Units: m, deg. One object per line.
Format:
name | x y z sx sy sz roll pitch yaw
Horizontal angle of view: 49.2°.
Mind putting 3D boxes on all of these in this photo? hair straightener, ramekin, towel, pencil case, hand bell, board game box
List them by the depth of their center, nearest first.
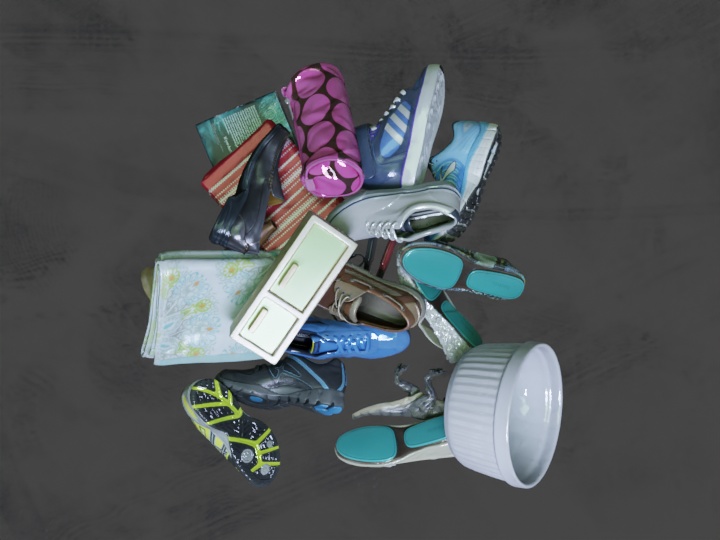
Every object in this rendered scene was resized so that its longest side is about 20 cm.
ramekin | 0.199 0.194 1.102 0.105 0.200 0.200 4 91 35
pencil case | -0.055 -0.196 1.111 0.094 0.091 0.200 -8 55 -6
towel | -0.204 0.053 1.119 0.200 0.048 0.171 -2 122 -29
hand bell | -0.207 -0.013 1.143 0.200 0.104 0.104 -33 89 11
towel | -0.122 -0.108 1.165 0.145 0.022 0.200 -42 90 1
hair straightener | 0.000 0.000 1.188 0.077 0.041 0.200 19 96 8
board game box | -0.149 -0.153 1.191 0.135 0.028 0.200 -22 89 2

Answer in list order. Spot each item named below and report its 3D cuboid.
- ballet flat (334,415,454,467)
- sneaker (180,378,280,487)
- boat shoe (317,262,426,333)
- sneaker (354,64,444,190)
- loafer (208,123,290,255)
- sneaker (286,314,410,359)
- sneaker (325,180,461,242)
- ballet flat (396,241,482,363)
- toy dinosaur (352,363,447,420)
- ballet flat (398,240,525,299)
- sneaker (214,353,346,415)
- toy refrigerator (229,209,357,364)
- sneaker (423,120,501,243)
ballet flat | 0.063 0.263 1.167 0.200 0.069 0.070 -11 90 14
sneaker | -0.193 0.241 1.183 0.075 0.076 0.200 -41 107 -30
boat shoe | -0.008 0.039 1.122 0.200 0.072 0.076 12 115 14
sneaker | 0.034 -0.213 1.150 0.146 0.081 0.200 13 88 18
loafer | -0.140 -0.114 1.114 0.072 0.073 0.200 27 77 -9
sneaker | -0.028 0.105 1.146 0.200 0.078 0.066 4 108 6
sneaker | 0.043 -0.073 1.102 0.200 0.071 0.073 -15 129 15
ballet flat | 0.101 0.055 1.169 0.072 0.072 0.200 -35 88 2
toy dinosaur | 0.087 0.188 1.180 0.200 0.047 0.088 1 97 5
ballet flat | 0.143 -0.006 1.148 0.200 0.074 0.074 18 91 -17
sneaker | -0.118 0.165 1.184 0.200 0.073 0.082 7 63 5
toy refrigerator | -0.093 0.022 1.076 0.076 0.070 0.200 34 94 -13
sneaker | 0.136 -0.131 1.170 0.090 0.078 0.200 23 88 21
